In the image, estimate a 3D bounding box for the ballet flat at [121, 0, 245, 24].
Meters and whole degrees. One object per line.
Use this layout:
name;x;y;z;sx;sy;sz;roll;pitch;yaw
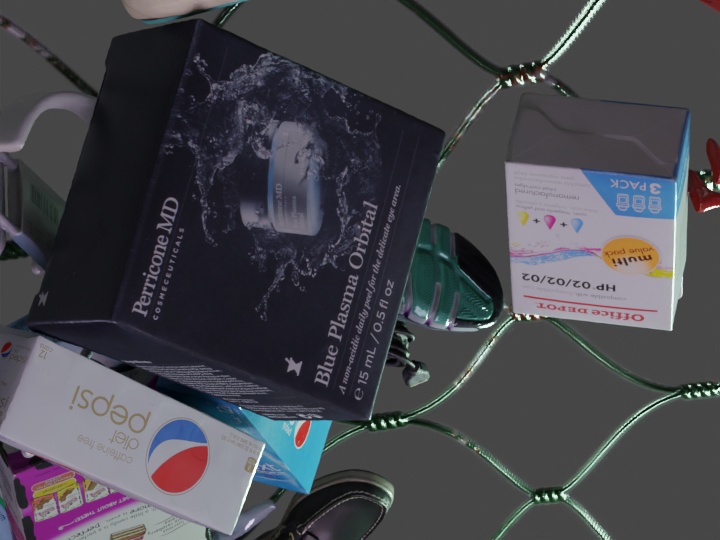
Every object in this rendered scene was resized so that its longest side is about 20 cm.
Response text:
ballet flat;-0.052;-0.194;1.504;0.199;0.070;0.070;-10;140;6

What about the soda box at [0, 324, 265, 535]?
soda box;-0.159;0.103;1.610;0.200;0.068;0.064;29;168;-38

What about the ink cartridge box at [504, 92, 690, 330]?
ink cartridge box;0.162;-0.025;1.705;0.115;0.068;0.200;7;142;12

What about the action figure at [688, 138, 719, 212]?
action figure;0.324;-0.070;1.709;0.199;0.052;0.066;0;146;-15

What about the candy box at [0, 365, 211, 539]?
candy box;-0.183;0.166;1.797;0.136;0.061;0.200;-21;137;-17

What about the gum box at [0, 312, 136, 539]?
gum box;-0.209;0.097;1.795;0.199;0.045;0.170;-29;138;-2

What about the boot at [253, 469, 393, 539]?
boot;-0.042;0.259;1.972;0.073;0.151;0.200;28;131;-27

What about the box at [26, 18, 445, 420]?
box;-0.075;-0.027;1.570;0.200;0.197;0.117;22;166;-31

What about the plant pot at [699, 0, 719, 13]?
plant pot;0.201;-0.254;1.363;0.182;0.201;0.200;27;131;-23

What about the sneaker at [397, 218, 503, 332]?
sneaker;0.000;0.000;1.751;0.199;0.075;0.087;20;154;-21

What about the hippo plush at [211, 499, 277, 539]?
hippo plush;-0.183;0.264;1.954;0.199;0.161;0.159;16;135;-25

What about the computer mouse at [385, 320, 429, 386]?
computer mouse;-0.017;0.053;1.767;0.140;0.046;0.200;15;163;3

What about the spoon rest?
spoon rest;-0.154;-0.064;1.641;0.099;0.061;0.200;3;159;45

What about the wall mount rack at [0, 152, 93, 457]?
wall mount rack;-0.222;0.012;1.635;0.074;0.174;0.200;-23;138;19

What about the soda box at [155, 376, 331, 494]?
soda box;-0.077;0.089;1.740;0.064;0.068;0.200;12;162;18
